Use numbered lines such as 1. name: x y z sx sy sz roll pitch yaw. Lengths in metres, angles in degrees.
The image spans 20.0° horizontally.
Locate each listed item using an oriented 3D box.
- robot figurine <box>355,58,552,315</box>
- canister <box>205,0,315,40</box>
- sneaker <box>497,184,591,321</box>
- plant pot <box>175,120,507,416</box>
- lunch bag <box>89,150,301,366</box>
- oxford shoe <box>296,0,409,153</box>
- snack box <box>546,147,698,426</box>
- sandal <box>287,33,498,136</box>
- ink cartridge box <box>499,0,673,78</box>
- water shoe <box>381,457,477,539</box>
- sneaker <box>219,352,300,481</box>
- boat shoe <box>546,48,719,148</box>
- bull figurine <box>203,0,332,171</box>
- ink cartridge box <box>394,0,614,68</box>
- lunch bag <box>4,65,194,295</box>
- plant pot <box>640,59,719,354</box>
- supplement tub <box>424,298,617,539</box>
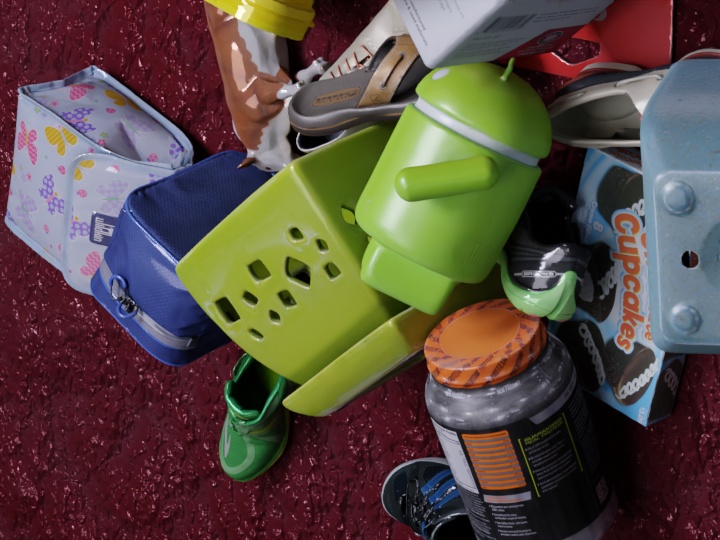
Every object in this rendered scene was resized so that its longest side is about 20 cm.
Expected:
1. robot figurine: 0.072 -0.070 1.559 0.116 0.175 0.200 26 101 -2
2. canister: -0.074 -0.316 1.728 0.148 0.086 0.200 32 104 32
3. sneaker: 0.136 -0.039 1.628 0.084 0.077 0.200 -61 35 23
4. plant pot: 0.000 0.000 1.722 0.199 0.200 0.182 -39 82 45
5. lunch bag: -0.147 -0.002 1.863 0.136 0.200 0.132 45 134 20
6. oxford shoe: 0.011 -0.166 1.738 0.071 0.074 0.200 50 133 23
7. snack box: 0.213 0.009 1.614 0.116 0.037 0.200 31 123 37
8. sandal: 0.024 -0.162 1.661 0.200 0.082 0.055 -10 125 28
9. ink cartridge box: 0.156 -0.232 1.590 0.200 0.045 0.177 17 114 41
10. water shoe: 0.079 0.213 1.789 0.200 0.079 0.072 7 108 45
11. sneaker: -0.103 0.123 1.943 0.074 0.084 0.200 44 131 26
12. boat shoe: 0.224 -0.122 1.531 0.200 0.063 0.071 5 126 46
13. bull figurine: -0.085 -0.184 1.839 0.121 0.065 0.200 -20 89 44
14. ink cartridge box: 0.139 -0.236 1.468 0.200 0.146 0.083 -39 70 43
15. lunch bag: -0.250 -0.077 2.000 0.200 0.127 0.170 37 131 29
16. plant pot: 0.280 -0.029 1.373 0.196 0.200 0.196 2 106 24
17. supplement tub: 0.126 0.131 1.642 0.122 0.122 0.200 10 131 44
